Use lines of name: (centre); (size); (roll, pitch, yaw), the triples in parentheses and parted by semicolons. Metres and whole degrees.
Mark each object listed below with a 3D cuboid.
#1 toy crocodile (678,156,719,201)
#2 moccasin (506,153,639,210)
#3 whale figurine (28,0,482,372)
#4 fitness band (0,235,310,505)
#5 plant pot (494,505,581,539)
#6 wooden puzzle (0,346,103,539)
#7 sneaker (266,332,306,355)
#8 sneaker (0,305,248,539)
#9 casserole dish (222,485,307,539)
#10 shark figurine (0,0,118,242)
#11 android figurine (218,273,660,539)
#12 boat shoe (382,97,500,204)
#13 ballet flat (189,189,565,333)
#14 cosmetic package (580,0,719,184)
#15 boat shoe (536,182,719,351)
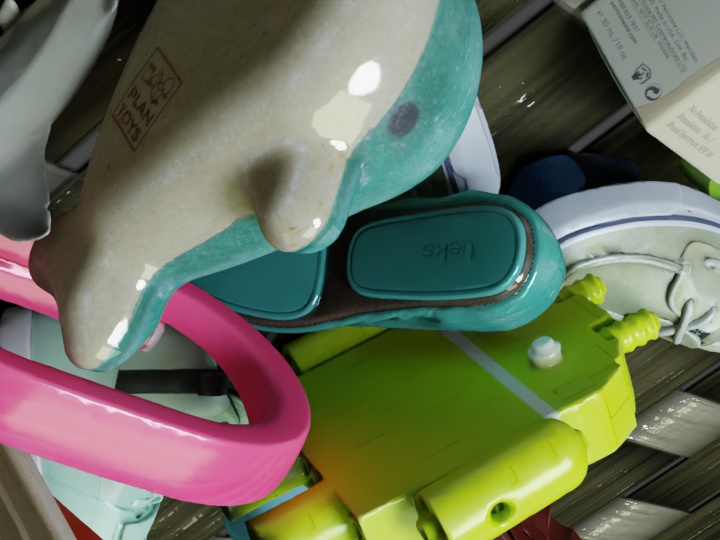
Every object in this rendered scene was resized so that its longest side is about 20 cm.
toy crocodile: (0.249, -0.099, 0.860); (0.199, 0.068, 0.062); (-33, 151, 16)
moccasin: (0.101, 0.017, 0.931); (0.068, 0.081, 0.201); (-13, 151, -28)
whale figurine: (-0.036, -0.046, 0.631); (0.103, 0.159, 0.200); (32, 103, -40)
fitness band: (-0.112, 0.030, 0.672); (0.199, 0.144, 0.038); (21, 110, -27)
plant pot: (0.067, 0.257, 1.210); (0.195, 0.201, 0.200); (-43, 148, 16)
wooden puzzle: (-0.175, 0.110, 0.761); (0.046, 0.201, 0.186); (-21, 157, -41)
sneaker: (0.001, 0.079, 0.979); (0.072, 0.073, 0.200); (-43, 135, 3)
sneaker: (-0.096, 0.110, 0.801); (0.117, 0.074, 0.202); (-6, 109, 0)
casserole dish: (0.004, 0.057, 0.852); (0.200, 0.121, 0.039); (-39, 113, -6)
shark figurine: (-0.123, -0.061, 0.620); (0.214, 0.090, 0.128); (-39, 150, 28)
android figurine: (0.033, 0.060, 0.731); (0.199, 0.182, 0.041); (-27, 117, -11)
boat shoe: (0.025, -0.050, 0.769); (0.061, 0.072, 0.200); (-19, 153, 0)
ballet flat: (0.000, 0.000, 0.754); (0.198, 0.068, 0.070); (2, 166, 31)
cosmetic package: (0.211, -0.133, 0.770); (0.199, 0.074, 0.103); (-36, 150, 22)
boat shoe: (0.162, 0.004, 0.837); (0.198, 0.062, 0.072); (5, 143, -33)
